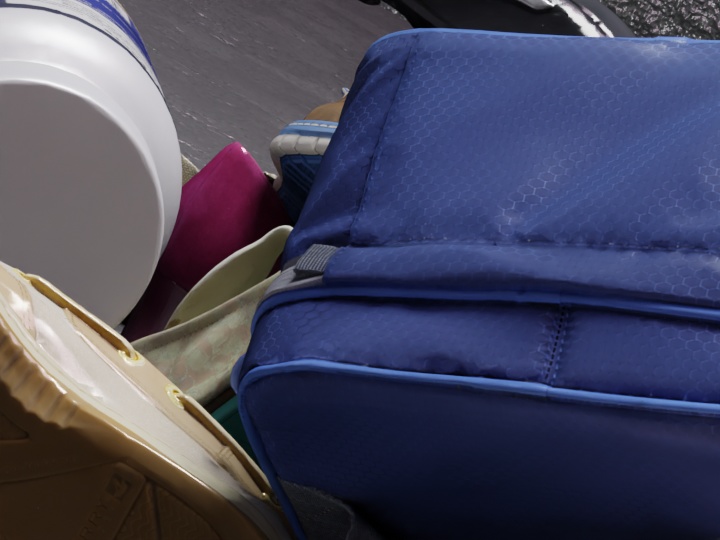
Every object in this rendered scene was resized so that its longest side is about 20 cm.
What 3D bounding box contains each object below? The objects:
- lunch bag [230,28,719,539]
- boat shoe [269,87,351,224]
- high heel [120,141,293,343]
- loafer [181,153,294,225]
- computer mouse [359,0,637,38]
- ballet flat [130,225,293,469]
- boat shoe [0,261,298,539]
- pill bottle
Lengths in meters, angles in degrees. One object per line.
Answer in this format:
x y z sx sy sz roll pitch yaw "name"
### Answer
0.063 0.029 0.664 0.200 0.132 0.136 2 -38 22 "lunch bag"
0.013 -0.045 0.918 0.072 0.072 0.200 41 -7 -7 "boat shoe"
-0.013 0.010 0.989 0.067 0.096 0.200 36 13 39 "high heel"
-0.027 0.002 1.077 0.200 0.067 0.076 17 15 -48 "loafer"
0.035 -0.106 0.907 0.200 0.046 0.140 39 -3 36 "computer mouse"
0.000 0.000 0.796 0.067 0.200 0.062 43 19 -53 "ballet flat"
-0.097 0.039 0.713 0.200 0.074 0.069 40 10 12 "boat shoe"
-0.122 -0.041 0.899 0.116 0.116 0.200 26 11 -14 "pill bottle"
